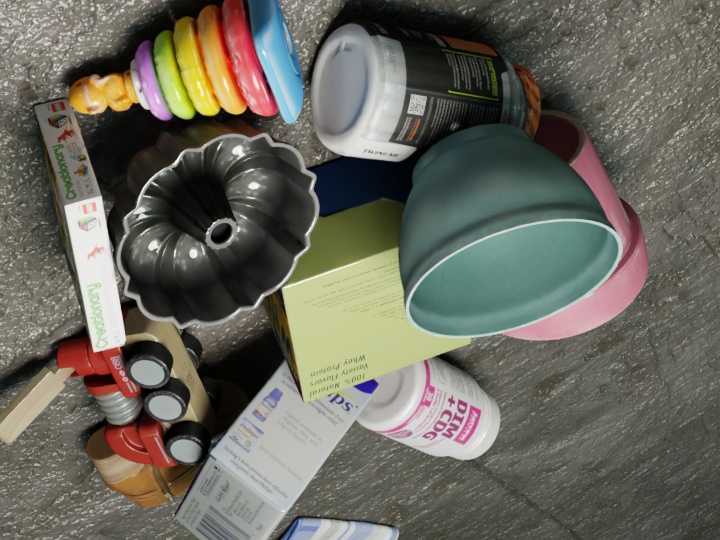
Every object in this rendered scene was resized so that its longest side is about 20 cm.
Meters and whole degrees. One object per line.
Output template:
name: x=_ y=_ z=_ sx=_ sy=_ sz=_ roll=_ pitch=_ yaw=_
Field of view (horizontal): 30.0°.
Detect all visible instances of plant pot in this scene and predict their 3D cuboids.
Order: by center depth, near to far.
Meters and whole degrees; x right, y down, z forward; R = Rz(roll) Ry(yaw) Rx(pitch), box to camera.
plant pot: x=0.119 y=-0.046 z=1.214 sx=0.199 sy=0.135 sz=0.201 roll=-13 pitch=152 yaw=-7
plant pot: x=0.190 y=-0.058 z=1.407 sx=0.199 sy=0.200 sz=0.180 roll=-23 pitch=128 yaw=-4

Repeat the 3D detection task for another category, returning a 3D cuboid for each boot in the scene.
boot: x=-0.208 y=0.207 z=1.579 sx=0.199 sy=0.074 sz=0.155 roll=-19 pitch=145 yaw=4

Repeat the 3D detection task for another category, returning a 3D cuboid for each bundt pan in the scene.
bundt pan: x=-0.141 y=-0.051 z=1.214 sx=0.201 sy=0.076 sz=0.203 roll=-20 pitch=131 yaw=-25

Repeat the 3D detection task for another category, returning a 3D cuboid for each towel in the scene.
towel: x=-0.049 y=0.416 z=1.940 sx=0.199 sy=0.024 sz=0.147 roll=16 pitch=119 yaw=-41

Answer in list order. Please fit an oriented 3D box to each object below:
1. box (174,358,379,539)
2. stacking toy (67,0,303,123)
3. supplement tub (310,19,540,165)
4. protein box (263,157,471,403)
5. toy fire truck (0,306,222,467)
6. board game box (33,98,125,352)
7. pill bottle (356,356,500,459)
box: x=-0.095 y=0.200 z=1.498 sx=0.200 sy=0.105 sz=0.184 roll=-50 pitch=176 yaw=-37
stacking toy: x=-0.155 y=-0.168 z=1.150 sx=0.198 sy=0.117 sz=0.110 roll=-15 pitch=140 yaw=5
supplement tub: x=0.063 y=-0.158 z=1.255 sx=0.199 sy=0.123 sz=0.123 roll=5 pitch=134 yaw=-33
protein box: x=0.000 y=0.000 z=1.395 sx=0.197 sy=0.135 sz=0.201 roll=-19 pitch=142 yaw=-9
toy fire truck: x=-0.269 y=0.140 z=1.426 sx=0.198 sy=0.129 sz=0.177 roll=-9 pitch=127 yaw=14
board game box: x=-0.251 y=-0.037 z=1.212 sx=0.034 sy=0.127 sz=0.201 roll=-15 pitch=141 yaw=-14
pill bottle: x=0.082 y=0.164 z=1.655 sx=0.113 sy=0.114 sz=0.200 roll=-40 pitch=141 yaw=18
